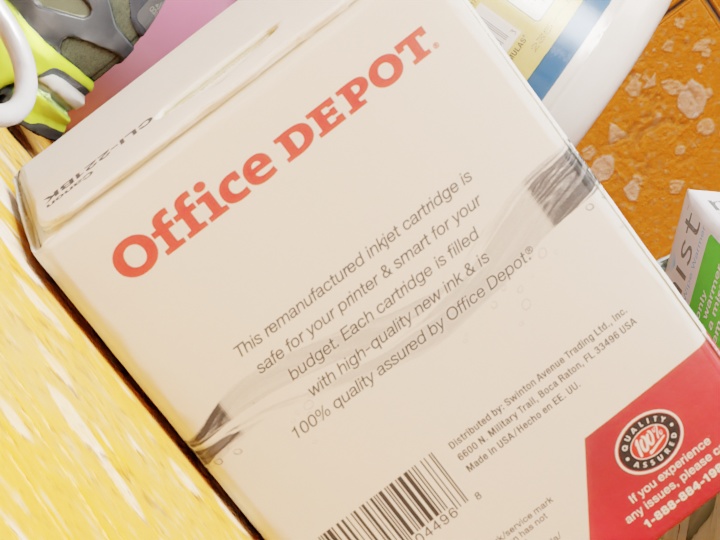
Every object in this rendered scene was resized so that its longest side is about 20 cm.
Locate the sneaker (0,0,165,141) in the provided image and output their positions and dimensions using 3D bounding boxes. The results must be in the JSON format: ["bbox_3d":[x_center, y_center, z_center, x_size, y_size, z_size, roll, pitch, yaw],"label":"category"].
[{"bbox_3d":[-0.139,-0.144,1.023,0.200,0.081,0.074,54,2,11],"label":"sneaker"}]

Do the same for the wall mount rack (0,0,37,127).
[{"bbox_3d":[-0.146,-0.130,0.798,0.200,0.074,0.174,52,24,-7],"label":"wall mount rack"}]

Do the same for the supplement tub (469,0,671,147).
[{"bbox_3d":[0.018,-0.126,1.221,0.200,0.145,0.145,36,3,-2],"label":"supplement tub"}]

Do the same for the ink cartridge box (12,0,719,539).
[{"bbox_3d":[0.009,0.011,0.875,0.200,0.144,0.084,53,0,-22],"label":"ink cartridge box"}]

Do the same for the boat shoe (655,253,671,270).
[{"bbox_3d":[0.133,0.024,1.255,0.072,0.071,0.200,54,37,-3],"label":"boat shoe"}]

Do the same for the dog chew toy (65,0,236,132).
[{"bbox_3d":[-0.058,-0.140,1.099,0.125,0.200,0.125,55,1,-2],"label":"dog chew toy"}]

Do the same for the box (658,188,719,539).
[{"bbox_3d":[0.153,0.098,0.949,0.096,0.201,0.177,7,21,-16],"label":"box"}]
